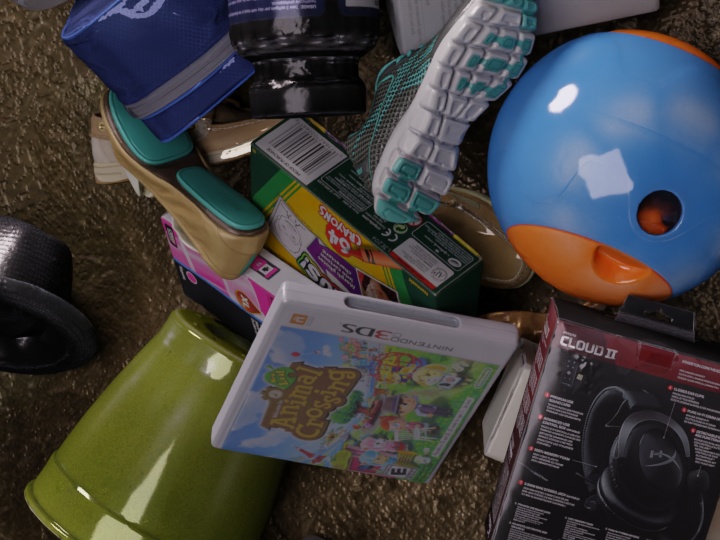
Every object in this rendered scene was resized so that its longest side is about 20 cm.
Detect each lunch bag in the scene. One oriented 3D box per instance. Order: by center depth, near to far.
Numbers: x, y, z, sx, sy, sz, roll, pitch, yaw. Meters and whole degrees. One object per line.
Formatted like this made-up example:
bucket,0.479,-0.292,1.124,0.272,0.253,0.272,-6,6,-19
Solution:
lunch bag,-0.138,-0.198,1.642,0.136,0.200,0.132,-34,112,18

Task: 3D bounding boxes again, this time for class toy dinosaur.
toy dinosaur,0.129,0.054,1.638,0.199,0.060,0.107,-10,92,23

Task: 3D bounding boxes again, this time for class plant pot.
plant pot,-0.140,0.143,1.702,0.200,0.200,0.194,31,96,15

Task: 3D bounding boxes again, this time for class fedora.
fedora,-0.305,0.014,1.780,0.199,0.201,0.092,5,63,21

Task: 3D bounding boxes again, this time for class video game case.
video game case,0.000,0.089,1.567,0.181,0.022,0.200,11,141,-14

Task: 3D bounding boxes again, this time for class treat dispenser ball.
treat dispenser ball,0.192,-0.075,1.517,0.200,0.201,0.202,3,99,22

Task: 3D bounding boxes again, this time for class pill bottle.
pill bottle,-0.042,-0.212,1.515,0.111,0.112,0.201,-1,93,22

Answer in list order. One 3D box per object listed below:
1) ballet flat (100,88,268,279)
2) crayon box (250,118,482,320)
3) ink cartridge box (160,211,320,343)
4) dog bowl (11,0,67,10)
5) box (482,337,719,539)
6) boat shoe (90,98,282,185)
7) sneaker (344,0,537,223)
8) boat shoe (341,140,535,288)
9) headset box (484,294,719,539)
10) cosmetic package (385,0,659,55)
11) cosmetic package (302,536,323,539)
ballet flat,-0.149,-0.067,1.648,0.200,0.068,0.063,47,133,30
crayon box,0.000,0.000,1.615,0.200,0.058,0.173,40,149,25
ink cartridge box,-0.078,0.023,1.673,0.200,0.037,0.095,31,148,35
dog bowl,-0.231,-0.293,1.676,0.200,0.201,0.059,-34,125,23
box,0.196,0.131,1.571,0.199,0.095,0.078,23,102,-1
boat shoe,-0.140,-0.120,1.715,0.199,0.074,0.070,-10,99,24
sneaker,0.050,-0.138,1.516,0.201,0.077,0.091,-57,45,14
boat shoe,0.045,-0.038,1.650,0.199,0.076,0.072,25,106,17
headset box,0.185,0.119,1.483,0.148,0.077,0.201,15,101,-1
cosmetic package,0.117,-0.228,1.537,0.199,0.102,0.074,-12,56,-2
cosmetic package,-0.061,0.331,1.725,0.074,0.102,0.201,26,105,17
